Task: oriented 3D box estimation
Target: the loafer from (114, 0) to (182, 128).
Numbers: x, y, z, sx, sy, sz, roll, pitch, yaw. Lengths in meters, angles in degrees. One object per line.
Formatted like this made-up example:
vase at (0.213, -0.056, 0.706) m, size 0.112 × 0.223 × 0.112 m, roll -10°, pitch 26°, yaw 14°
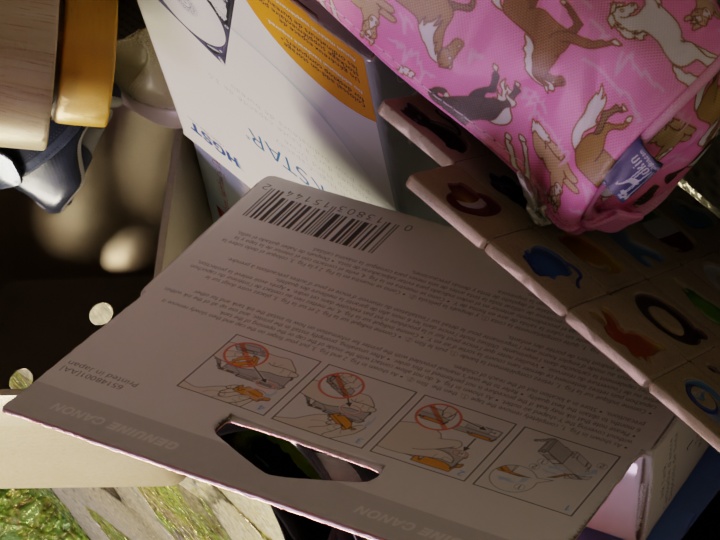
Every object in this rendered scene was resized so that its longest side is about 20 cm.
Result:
loafer at (-0.141, -0.138, 1.132) m, size 0.200 × 0.076 × 0.068 m, roll 25°, pitch 154°, yaw 30°

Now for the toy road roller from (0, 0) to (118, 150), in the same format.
toy road roller at (-0.154, -0.160, 0.909) m, size 0.122 × 0.200 × 0.146 m, roll 4°, pitch 145°, yaw -10°

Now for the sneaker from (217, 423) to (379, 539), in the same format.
sneaker at (0.015, 0.106, 0.856) m, size 0.200 × 0.083 × 0.071 m, roll 40°, pitch 138°, yaw 8°

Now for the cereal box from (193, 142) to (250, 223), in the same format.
cereal box at (0.000, 0.000, 1.155) m, size 0.200 × 0.040 × 0.144 m, roll 42°, pitch 166°, yaw 15°

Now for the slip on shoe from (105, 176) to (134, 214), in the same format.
slip on shoe at (-0.180, -0.114, 1.301) m, size 0.200 × 0.061 × 0.074 m, roll 48°, pitch 166°, yaw -2°

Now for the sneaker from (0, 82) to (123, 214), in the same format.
sneaker at (-0.204, -0.080, 1.088) m, size 0.146 × 0.077 × 0.202 m, roll 34°, pitch 157°, yaw -34°

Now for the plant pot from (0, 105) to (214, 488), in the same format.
plant pot at (-0.169, 0.018, 1.224) m, size 0.199 × 0.200 × 0.177 m, roll -3°, pitch 150°, yaw 14°

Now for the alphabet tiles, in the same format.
alphabet tiles at (0.101, 0.002, 0.773) m, size 0.200 × 0.006 × 0.166 m, roll 41°, pitch -155°, yaw 16°

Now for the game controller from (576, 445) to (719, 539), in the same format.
game controller at (0.098, 0.076, 0.808) m, size 0.104 × 0.200 × 0.042 m, roll 4°, pitch 122°, yaw 35°

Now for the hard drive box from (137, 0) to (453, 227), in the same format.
hard drive box at (-0.011, -0.089, 0.904) m, size 0.156 × 0.077 × 0.200 m, roll 39°, pitch 163°, yaw 26°

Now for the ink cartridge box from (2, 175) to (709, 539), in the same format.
ink cartridge box at (0.009, 0.045, 0.791) m, size 0.200 × 0.176 × 0.045 m, roll 17°, pitch 127°, yaw 25°

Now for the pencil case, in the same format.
pencil case at (0.030, -0.099, 0.746) m, size 0.200 × 0.086 × 0.083 m, roll 42°, pitch 147°, yaw 12°
